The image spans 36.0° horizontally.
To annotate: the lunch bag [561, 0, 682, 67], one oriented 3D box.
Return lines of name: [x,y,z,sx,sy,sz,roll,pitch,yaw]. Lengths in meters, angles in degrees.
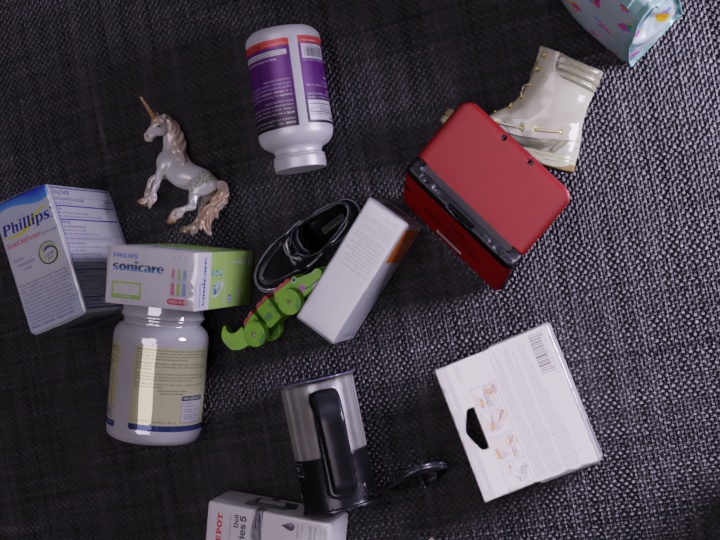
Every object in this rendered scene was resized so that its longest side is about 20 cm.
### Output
lunch bag: [0.324,-0.369,1.430,0.122,0.200,0.171,-45,78,13]

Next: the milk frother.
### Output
milk frother: [0.004,0.236,1.588,0.197,0.180,0.191,-11,87,-26]

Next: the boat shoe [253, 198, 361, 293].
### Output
boat shoe: [-0.085,-0.036,1.631,0.199,0.068,0.072,-34,81,15]

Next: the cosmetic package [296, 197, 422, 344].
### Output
cosmetic package: [0.000,0.000,1.588,0.071,0.101,0.202,35,101,13]

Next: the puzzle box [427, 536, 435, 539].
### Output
puzzle box: [0.081,0.504,1.609,0.133,0.025,0.200,45,103,12]

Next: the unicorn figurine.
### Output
unicorn figurine: [-0.283,-0.148,1.698,0.198,0.074,0.138,33,90,0]

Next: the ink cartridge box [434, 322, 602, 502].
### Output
ink cartridge box: [0.220,0.198,1.551,0.174,0.045,0.203,-23,84,16]

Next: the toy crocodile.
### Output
toy crocodile: [-0.123,0.056,1.636,0.200,0.067,0.062,-41,81,24]

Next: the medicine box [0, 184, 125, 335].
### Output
medicine box: [-0.438,-0.018,1.683,0.102,0.182,0.203,-21,85,16]

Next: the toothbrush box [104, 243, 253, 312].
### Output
toothbrush box: [-0.260,0.007,1.619,0.143,0.200,0.088,5,92,16]

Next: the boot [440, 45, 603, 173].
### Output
boot: [0.221,-0.234,1.531,0.197,0.072,0.157,19,97,11]

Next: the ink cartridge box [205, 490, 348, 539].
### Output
ink cartridge box: [-0.128,0.420,1.643,0.197,0.084,0.148,6,93,17]

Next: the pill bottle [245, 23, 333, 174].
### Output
pill bottle: [-0.101,-0.246,1.610,0.111,0.112,0.204,-8,88,17]

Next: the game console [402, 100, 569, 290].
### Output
game console: [0.168,-0.099,1.528,0.119,0.173,0.200,-42,77,-14]

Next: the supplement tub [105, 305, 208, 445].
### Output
supplement tub: [-0.303,0.150,1.663,0.143,0.145,0.204,6,93,17]
